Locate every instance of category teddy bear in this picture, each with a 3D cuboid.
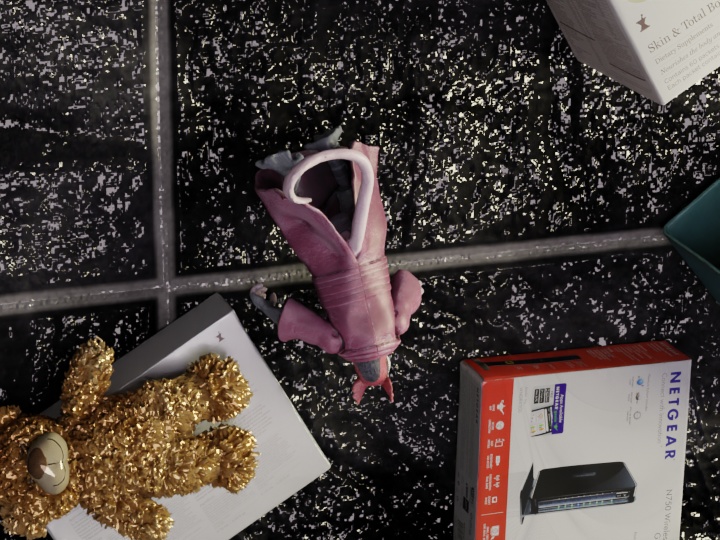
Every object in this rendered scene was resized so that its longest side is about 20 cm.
[{"bbox_3d":[-0.164,0.123,1.645,0.198,0.067,0.146,7,101,-21],"label":"teddy bear"}]

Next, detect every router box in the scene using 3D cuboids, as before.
[{"bbox_3d":[0.164,0.162,1.843,0.178,0.049,0.202,-5,108,-19],"label":"router box"}]

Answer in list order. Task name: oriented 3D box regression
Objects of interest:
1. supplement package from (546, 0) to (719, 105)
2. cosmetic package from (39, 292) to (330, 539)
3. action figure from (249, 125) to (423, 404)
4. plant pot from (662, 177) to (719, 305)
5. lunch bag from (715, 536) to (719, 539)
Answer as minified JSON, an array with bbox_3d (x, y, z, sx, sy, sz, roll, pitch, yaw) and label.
[{"bbox_3d":[0.200,-0.254,1.666,0.151,0.151,0.201,-34,115,-6],"label":"supplement package"},{"bbox_3d":[-0.143,0.135,1.719,0.199,0.052,0.151,-34,116,-7],"label":"cosmetic package"},{"bbox_3d":[0.000,0.000,1.684,0.133,0.149,0.202,-19,99,-20],"label":"action figure"},{"bbox_3d":[0.363,0.015,1.824,0.141,0.141,0.200,-41,123,-4],"label":"plant pot"},{"bbox_3d":[0.279,0.315,1.861,0.200,0.139,0.168,-50,137,3],"label":"lunch bag"}]
